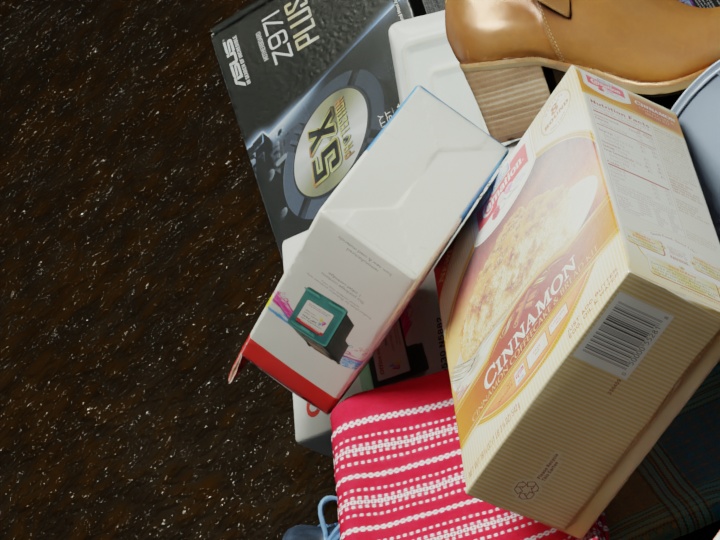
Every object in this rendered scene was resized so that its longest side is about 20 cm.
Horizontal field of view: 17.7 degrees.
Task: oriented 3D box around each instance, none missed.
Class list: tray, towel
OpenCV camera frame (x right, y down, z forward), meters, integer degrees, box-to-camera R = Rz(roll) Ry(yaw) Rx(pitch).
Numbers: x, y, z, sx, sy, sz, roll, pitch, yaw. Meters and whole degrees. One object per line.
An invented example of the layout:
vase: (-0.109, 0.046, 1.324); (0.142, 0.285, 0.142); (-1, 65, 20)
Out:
tray: (0.073, -0.076, 1.519); (0.107, 0.022, 0.201); (-12, 85, 32)
towel: (0.056, 0.117, 1.251); (0.144, 0.023, 0.200); (-16, 33, 6)
towel: (0.138, 0.104, 1.264); (0.199, 0.022, 0.147); (-22, 32, -7)

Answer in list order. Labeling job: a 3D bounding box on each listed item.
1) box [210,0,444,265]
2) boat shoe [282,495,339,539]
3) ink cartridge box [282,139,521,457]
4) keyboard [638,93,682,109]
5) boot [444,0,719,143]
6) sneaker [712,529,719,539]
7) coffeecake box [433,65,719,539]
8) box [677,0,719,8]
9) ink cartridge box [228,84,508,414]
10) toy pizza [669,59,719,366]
box: (0.004, -0.113, 1.633); (0.163, 0.086, 0.201); (-27, 71, 29)
boat shoe: (-0.028, 0.191, 1.403); (0.200, 0.069, 0.084); (-30, 32, 25)
ink cartridge box: (0.051, 0.025, 1.449); (0.200, 0.084, 0.145); (-22, 61, 35)
keyboard: (0.225, -0.080, 1.359); (0.199, 0.021, 0.127); (-8, 35, 41)
boot: (0.146, -0.176, 1.390); (0.199, 0.156, 0.077); (-15, 6, 11)
sneaker: (0.182, 0.188, 1.137); (0.200, 0.073, 0.077); (-53, 39, -9)
coffeecake box: (0.113, 0.013, 1.209); (0.154, 0.073, 0.200); (-57, 21, 28)
box: (0.207, -0.178, 1.438); (0.160, 0.200, 0.044); (-18, 32, 41)
ink cartridge box: (0.000, 0.000, 1.333); (0.116, 0.067, 0.200); (-53, -3, -36)
toy pizza: (0.251, -0.032, 1.258); (0.200, 0.201, 0.032); (-35, -12, 17)
